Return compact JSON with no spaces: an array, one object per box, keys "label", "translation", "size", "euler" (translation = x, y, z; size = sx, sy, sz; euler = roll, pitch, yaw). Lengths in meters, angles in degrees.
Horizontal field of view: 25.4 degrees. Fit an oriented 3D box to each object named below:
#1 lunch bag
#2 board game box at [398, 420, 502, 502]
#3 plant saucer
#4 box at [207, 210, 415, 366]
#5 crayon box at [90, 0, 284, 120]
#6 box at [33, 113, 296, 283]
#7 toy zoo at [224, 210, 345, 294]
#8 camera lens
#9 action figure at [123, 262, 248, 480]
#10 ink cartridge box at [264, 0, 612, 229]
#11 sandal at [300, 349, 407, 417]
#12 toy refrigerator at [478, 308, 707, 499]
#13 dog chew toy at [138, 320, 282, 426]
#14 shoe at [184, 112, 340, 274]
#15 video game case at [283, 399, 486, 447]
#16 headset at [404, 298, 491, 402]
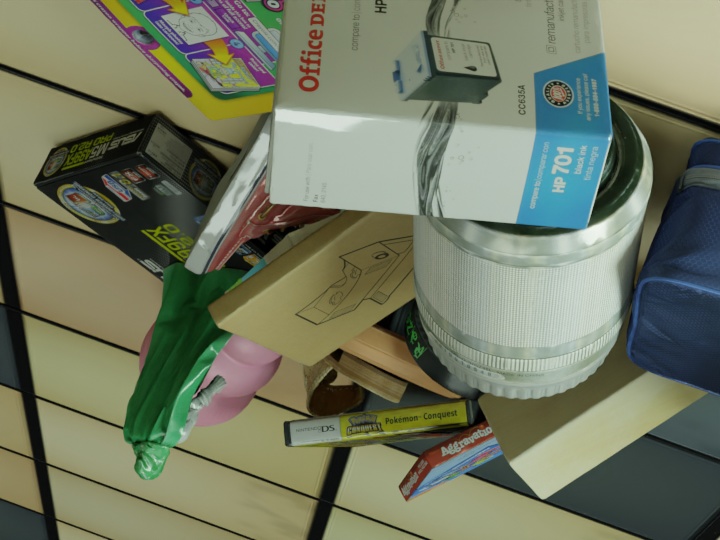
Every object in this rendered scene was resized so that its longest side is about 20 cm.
[{"label":"lunch bag","translation":[0.268,-0.005,1.101],"size":[0.135,0.133,0.200],"euler":[19,158,11]},{"label":"board game box","translation":[0.132,0.144,1.433],"size":[0.019,0.200,0.103],"euler":[59,158,18]},{"label":"plant saucer","translation":[0.020,0.068,1.421],"size":[0.200,0.032,0.200],"euler":[25,180,0]},{"label":"box","translation":[0.000,0.000,1.240],"size":[0.200,0.021,0.163],"euler":[-34,154,14]},{"label":"crayon box","translation":[-0.091,-0.193,1.092],"size":[0.172,0.058,0.200],"euler":[-5,143,38]},{"label":"box","translation":[-0.165,-0.050,1.414],"size":[0.160,0.044,0.200],"euler":[-11,139,44]},{"label":"toy zoo","translation":[-0.022,-0.020,1.288],"size":[0.021,0.131,0.200],"euler":[66,153,7]},{"label":"camera lens","translation":[0.116,-0.024,1.118],"size":[0.159,0.160,0.200],"euler":[14,143,13]},{"label":"action figure","translation":[-0.157,0.091,1.398],"size":[0.118,0.200,0.055],"euler":[0,147,36]},{"label":"ink cartridge box","translation":[0.046,-0.111,0.987],"size":[0.199,0.147,0.086],"euler":[5,139,-4]},{"label":"sandal","translation":[-0.027,0.104,1.473],"size":[0.077,0.070,0.212],"euler":[27,179,-23]},{"label":"toy refrigerator","translation":[0.201,0.089,1.258],"size":[0.200,0.076,0.070],"euler":[-35,132,8]},{"label":"dog chew toy","translation":[-0.131,0.074,1.539],"size":[0.124,0.125,0.200],"euler":[31,143,-19]},{"label":"shoe","translation":[-0.067,-0.051,1.279],"size":[0.091,0.072,0.200],"euler":[26,132,-11]},{"label":"video game case","translation":[0.049,0.145,1.501],"size":[0.180,0.026,0.200],"euler":[-9,171,20]},{"label":"headset","translation":[0.130,0.075,1.349],"size":[0.199,0.124,0.094],"euler":[11,130,-15]}]
